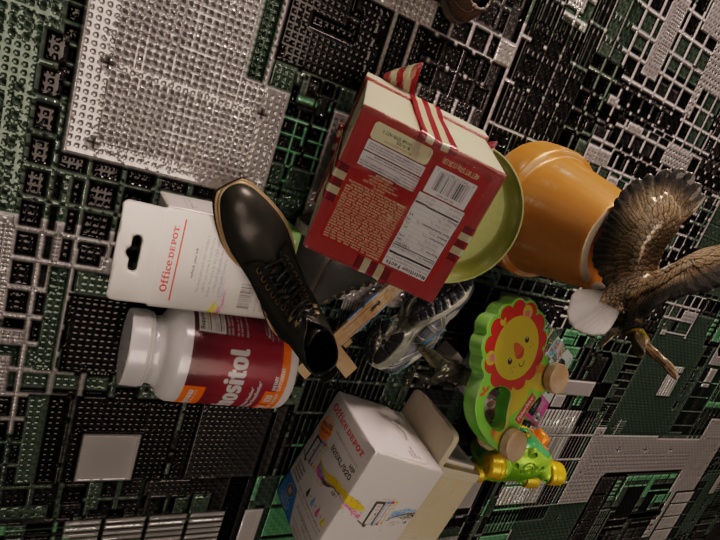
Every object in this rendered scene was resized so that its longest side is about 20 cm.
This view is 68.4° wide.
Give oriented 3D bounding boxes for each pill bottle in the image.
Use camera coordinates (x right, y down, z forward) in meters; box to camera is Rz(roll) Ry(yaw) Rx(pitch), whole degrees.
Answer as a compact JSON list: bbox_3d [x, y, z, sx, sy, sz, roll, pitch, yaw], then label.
[{"bbox_3d":[-0.183,0.104,0.644,0.197,0.113,0.115,13,107,-30],"label":"pill bottle"}]

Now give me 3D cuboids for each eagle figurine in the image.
[{"bbox_3d":[0.351,-0.001,0.629,0.151,0.150,0.203,-46,153,-44],"label":"eagle figurine"}]

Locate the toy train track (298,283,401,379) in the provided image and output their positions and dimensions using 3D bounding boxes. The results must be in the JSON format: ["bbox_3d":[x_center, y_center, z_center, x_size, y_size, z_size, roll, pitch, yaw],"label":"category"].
[{"bbox_3d":[-0.017,0.075,0.767,0.199,0.032,0.116,-41,118,-11],"label":"toy train track"}]

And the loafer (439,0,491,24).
[{"bbox_3d":[0.119,-0.386,0.591,0.072,0.071,0.203,-28,122,-12],"label":"loafer"}]

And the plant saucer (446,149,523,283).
[{"bbox_3d":[0.122,-0.081,0.727,0.195,0.031,0.204,0,114,0],"label":"plant saucer"}]

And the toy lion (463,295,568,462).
[{"bbox_3d":[0.218,0.149,0.790,0.201,0.068,0.192,-50,118,-18],"label":"toy lion"}]

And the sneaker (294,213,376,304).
[{"bbox_3d":[0.000,0.000,0.703,0.196,0.075,0.108,15,114,-8],"label":"sneaker"}]

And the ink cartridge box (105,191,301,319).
[{"bbox_3d":[-0.181,-0.018,0.615,0.197,0.067,0.119,10,106,-31],"label":"ink cartridge box"}]

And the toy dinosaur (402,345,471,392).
[{"bbox_3d":[0.113,0.155,0.804,0.087,0.048,0.199,-26,139,28],"label":"toy dinosaur"}]

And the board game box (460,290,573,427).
[{"bbox_3d":[0.273,0.155,0.907,0.200,0.064,0.149,44,73,-35],"label":"board game box"}]

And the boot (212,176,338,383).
[{"bbox_3d":[-0.080,0.008,0.555,0.077,0.138,0.202,-32,120,-12],"label":"boot"}]

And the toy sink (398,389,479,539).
[{"bbox_3d":[0.110,0.326,0.886,0.111,0.130,0.202,24,100,-33],"label":"toy sink"}]

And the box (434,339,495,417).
[{"bbox_3d":[0.187,0.198,0.919,0.039,0.041,0.200,-42,125,-3],"label":"box"}]

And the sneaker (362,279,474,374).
[{"bbox_3d":[0.094,0.079,0.807,0.199,0.078,0.086,-40,136,4],"label":"sneaker"}]

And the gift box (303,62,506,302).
[{"bbox_3d":[0.056,-0.109,0.594,0.182,0.188,0.202,27,115,-12],"label":"gift box"}]

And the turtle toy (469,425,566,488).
[{"bbox_3d":[0.254,0.320,0.928,0.143,0.103,0.200,10,154,-11],"label":"turtle toy"}]

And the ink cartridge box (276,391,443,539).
[{"bbox_3d":[-0.005,0.322,0.815,0.143,0.147,0.202,27,99,-33],"label":"ink cartridge box"}]

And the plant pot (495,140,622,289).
[{"bbox_3d":[0.296,-0.065,0.763,0.196,0.183,0.204,-11,118,-21],"label":"plant pot"}]
